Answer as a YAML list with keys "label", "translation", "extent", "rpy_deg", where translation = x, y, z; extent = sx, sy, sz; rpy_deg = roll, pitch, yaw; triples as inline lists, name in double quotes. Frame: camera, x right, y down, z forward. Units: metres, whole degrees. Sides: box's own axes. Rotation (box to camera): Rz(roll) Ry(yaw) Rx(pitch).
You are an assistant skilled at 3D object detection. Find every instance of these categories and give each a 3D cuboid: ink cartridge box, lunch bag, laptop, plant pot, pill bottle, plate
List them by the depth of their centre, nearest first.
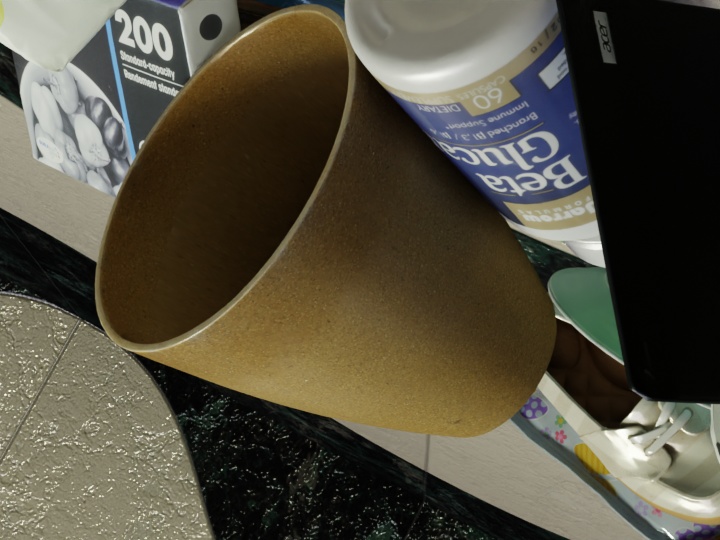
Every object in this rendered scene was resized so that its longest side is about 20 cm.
- label: "laptop"
  translation: [0.158, -0.007, 0.736]
  extent: [0.102, 0.179, 0.200]
  rpy_deg: [-11, 157, 10]
- label: "pill bottle"
  translation: [0.087, -0.083, 0.795]
  extent: [0.110, 0.112, 0.200]
  rpy_deg: [17, 163, 41]
- label: "plant pot"
  translation: [0.000, 0.000, 0.865]
  extent: [0.199, 0.188, 0.186]
  rpy_deg: [34, 167, -33]
- label: "ink cartridge box"
  translation: [-0.136, -0.132, 0.965]
  extent: [0.197, 0.043, 0.202]
  rpy_deg: [25, 131, 43]
- label: "plate"
  translation: [0.210, 0.039, 1.056]
  extent: [0.198, 0.026, 0.200]
  rpy_deg: [20, -162, -7]
- label: "lunch bag"
  translation: [0.224, 0.116, 1.119]
  extent: [0.200, 0.128, 0.169]
  rpy_deg: [43, -166, 32]

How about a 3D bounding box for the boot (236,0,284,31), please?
- label: "boot"
  translation: [-0.009, -0.061, 0.945]
  extent: [0.199, 0.097, 0.075]
  rpy_deg: [34, 168, -20]

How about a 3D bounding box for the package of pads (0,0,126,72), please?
- label: "package of pads"
  translation: [-0.169, -0.202, 0.782]
  extent: [0.199, 0.154, 0.068]
  rpy_deg: [36, -159, -30]

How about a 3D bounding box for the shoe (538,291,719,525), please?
- label: "shoe"
  translation: [0.153, 0.079, 1.034]
  extent: [0.200, 0.070, 0.053]
  rpy_deg: [42, -176, 33]

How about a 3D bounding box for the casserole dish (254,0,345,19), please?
- label: "casserole dish"
  translation: [0.018, -0.127, 0.943]
  extent: [0.199, 0.039, 0.121]
  rpy_deg: [28, 168, 6]

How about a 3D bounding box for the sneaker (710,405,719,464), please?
- label: "sneaker"
  translation: [0.199, 0.030, 0.848]
  extent: [0.073, 0.201, 0.079]
  rpy_deg: [-15, 137, 21]
